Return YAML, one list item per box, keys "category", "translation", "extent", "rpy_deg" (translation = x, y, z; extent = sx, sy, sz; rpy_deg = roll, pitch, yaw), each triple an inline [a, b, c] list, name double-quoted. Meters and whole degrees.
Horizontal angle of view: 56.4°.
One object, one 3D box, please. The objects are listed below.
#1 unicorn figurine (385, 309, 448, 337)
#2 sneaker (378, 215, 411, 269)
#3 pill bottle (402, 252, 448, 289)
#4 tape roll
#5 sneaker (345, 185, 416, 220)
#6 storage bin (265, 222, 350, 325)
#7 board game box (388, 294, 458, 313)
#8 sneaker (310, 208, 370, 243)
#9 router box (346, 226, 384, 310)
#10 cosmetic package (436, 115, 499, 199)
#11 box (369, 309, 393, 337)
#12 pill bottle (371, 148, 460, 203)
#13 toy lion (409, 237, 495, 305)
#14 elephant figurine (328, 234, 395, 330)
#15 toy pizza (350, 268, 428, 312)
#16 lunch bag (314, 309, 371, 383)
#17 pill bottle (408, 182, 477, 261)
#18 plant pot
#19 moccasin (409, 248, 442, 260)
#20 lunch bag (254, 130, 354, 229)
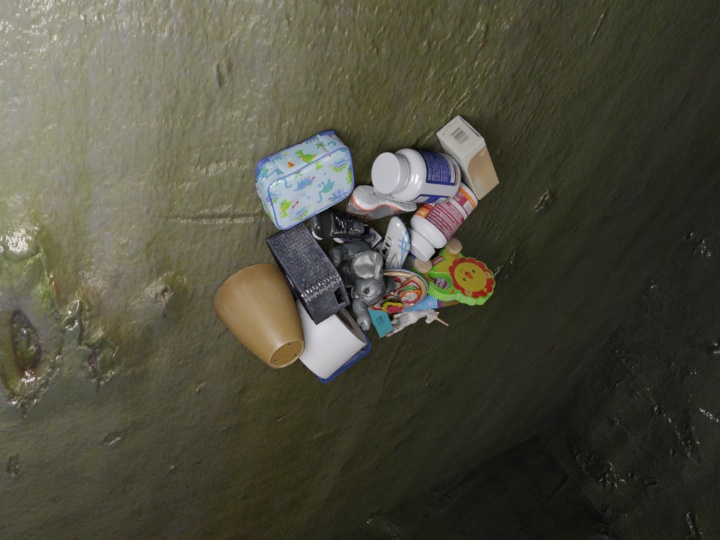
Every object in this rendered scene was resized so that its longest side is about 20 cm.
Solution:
- category: "unicorn figurine"
  translation: [0.142, 0.151, 2.025]
  extent: [0.136, 0.075, 0.199]
  rpy_deg: [-15, -176, -38]
- category: "sneaker"
  translation: [0.075, -0.044, 1.657]
  extent: [0.072, 0.072, 0.202]
  rpy_deg: [-22, 138, -30]
- category: "pill bottle"
  translation: [0.204, 0.007, 1.903]
  extent: [0.198, 0.113, 0.113]
  rpy_deg: [-5, 136, -40]
- category: "tape roll"
  translation: [-0.098, 0.153, 1.701]
  extent: [0.139, 0.203, 0.203]
  rpy_deg: [-41, 148, 4]
- category: "sneaker"
  translation: [0.044, -0.159, 1.595]
  extent: [0.198, 0.078, 0.082]
  rpy_deg: [1, 151, -38]
- category: "storage bin"
  translation: [-0.118, 0.004, 1.494]
  extent: [0.093, 0.201, 0.136]
  rpy_deg: [-31, 148, -10]
- category: "board game box"
  translation: [0.180, 0.089, 1.922]
  extent: [0.151, 0.041, 0.200]
  rpy_deg: [-8, 178, 25]
- category: "sneaker"
  translation: [-0.040, -0.105, 1.507]
  extent: [0.087, 0.077, 0.200]
  rpy_deg: [-1, 178, 23]
- category: "router box"
  translation: [0.000, 0.000, 1.739]
  extent: [0.200, 0.051, 0.149]
  rpy_deg: [-44, 147, 2]
- category: "cosmetic package"
  translation: [0.263, -0.270, 1.626]
  extent: [0.071, 0.105, 0.200]
  rpy_deg: [-39, 149, 2]
- category: "box"
  translation: [0.035, 0.106, 1.888]
  extent: [0.049, 0.083, 0.201]
  rpy_deg: [-32, 147, -5]
- category: "pill bottle"
  translation: [0.126, -0.217, 1.540]
  extent: [0.199, 0.120, 0.120]
  rpy_deg: [-1, 133, -44]
- category: "toy lion"
  translation: [0.253, 0.019, 1.772]
  extent: [0.199, 0.192, 0.069]
  rpy_deg: [-28, 158, -34]
- category: "elephant figurine"
  translation: [0.017, 0.023, 1.568]
  extent: [0.141, 0.199, 0.157]
  rpy_deg: [2, 117, -48]
- category: "toy pizza"
  translation: [0.074, 0.060, 1.709]
  extent: [0.197, 0.032, 0.201]
  rpy_deg: [-2, 146, -1]
- category: "lunch bag"
  translation: [-0.063, 0.210, 1.869]
  extent: [0.199, 0.133, 0.136]
  rpy_deg: [-35, 149, -4]
- category: "pill bottle"
  translation: [0.195, -0.128, 1.691]
  extent: [0.200, 0.109, 0.110]
  rpy_deg: [-50, 149, -7]
- category: "plant pot"
  translation: [-0.215, 0.120, 1.547]
  extent: [0.185, 0.201, 0.187]
  rpy_deg: [-24, 145, -19]
- category: "moccasin"
  translation: [0.163, -0.061, 1.807]
  extent: [0.199, 0.081, 0.069]
  rpy_deg: [-1, 133, -43]
- category: "lunch bag"
  translation: [-0.113, -0.182, 1.380]
  extent: [0.199, 0.083, 0.161]
  rpy_deg: [-30, 146, -14]
